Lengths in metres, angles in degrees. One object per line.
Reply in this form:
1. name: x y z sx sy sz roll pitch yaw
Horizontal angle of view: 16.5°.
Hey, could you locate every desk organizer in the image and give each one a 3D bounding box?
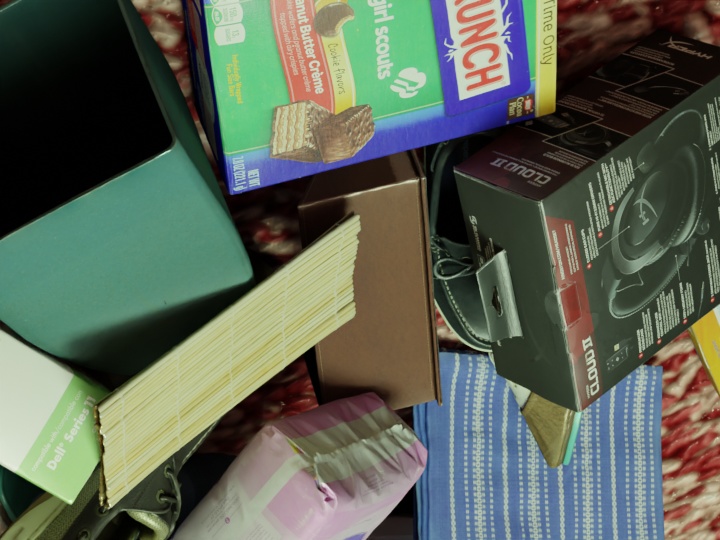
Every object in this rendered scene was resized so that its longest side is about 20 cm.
1. desk organizer: 0.000 0.000 1.510 0.076 0.072 0.201 -13 136 -7

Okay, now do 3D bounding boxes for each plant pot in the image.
1. plant pot: -0.143 -0.038 1.369 0.140 0.142 0.200 -27 146 5

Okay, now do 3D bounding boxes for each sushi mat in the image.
1. sushi mat: -0.072 0.049 1.400 0.200 0.012 0.096 -37 150 -27

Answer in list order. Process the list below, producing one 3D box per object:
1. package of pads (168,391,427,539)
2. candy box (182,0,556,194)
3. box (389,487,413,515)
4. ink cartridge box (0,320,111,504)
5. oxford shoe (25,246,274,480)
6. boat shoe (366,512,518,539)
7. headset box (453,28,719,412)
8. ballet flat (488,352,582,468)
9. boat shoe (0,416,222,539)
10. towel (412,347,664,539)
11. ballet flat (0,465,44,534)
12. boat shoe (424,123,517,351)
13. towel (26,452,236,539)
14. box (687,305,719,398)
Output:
1. package of pads: -0.058 0.166 1.526 0.120 0.076 0.200 -11 147 -55
2. candy box: 0.006 -0.145 1.364 0.198 0.077 0.170 -15 136 -10
3. box: 0.059 0.161 1.725 0.198 0.033 0.122 -13 137 -10
4. ink cartridge box: -0.238 0.044 1.387 0.199 0.117 0.068 33 86 -21
5. oxford shoe: -0.139 0.050 1.506 0.200 0.073 0.084 -40 134 1
6. boat shoe: 0.017 0.195 1.654 0.198 0.067 0.074 3 176 -10
7. headset box: 0.145 -0.026 1.459 0.199 0.077 0.150 -34 127 -28
8. ballet flat: 0.122 0.032 1.589 0.072 0.068 0.201 12 119 -3
9. boat shoe: -0.135 0.135 1.446 0.200 0.065 0.073 -47 155 -14
10. towel: 0.120 0.127 1.649 0.198 0.146 0.024 5 169 -28
11. ballet flat: -0.242 0.113 1.534 0.069 0.070 0.201 -26 135 3
12. boat shoe: 0.072 -0.025 1.500 0.074 0.062 0.201 -7 128 -1
13. towel: -0.147 0.175 1.573 0.199 0.048 0.112 -6 129 -57
14. box: 0.311 0.001 1.667 0.199 0.042 0.119 -28 137 2
